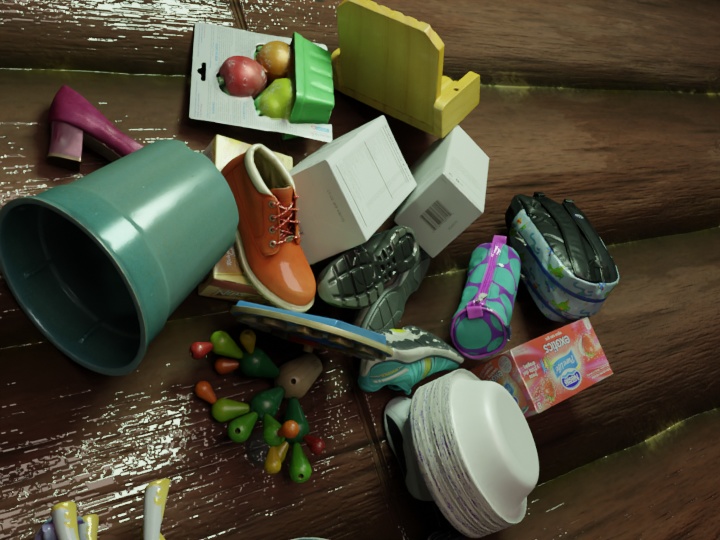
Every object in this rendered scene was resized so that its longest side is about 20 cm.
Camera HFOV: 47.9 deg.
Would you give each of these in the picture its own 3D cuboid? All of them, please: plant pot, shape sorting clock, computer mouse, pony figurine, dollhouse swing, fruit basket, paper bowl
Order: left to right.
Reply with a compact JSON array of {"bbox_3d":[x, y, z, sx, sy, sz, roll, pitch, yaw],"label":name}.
[{"bbox_3d":[-0.226,0.311,0.743,0.190,0.167,0.202,-3,53,-40],"label":"pony figurine"},{"bbox_3d":[-0.242,-0.032,0.862,0.201,0.199,0.196,48,45,-6],"label":"plant pot"},{"bbox_3d":[-0.137,-0.260,1.132,0.195,0.094,0.189,2,57,-12],"label":"fruit basket"},{"bbox_3d":[-0.057,0.075,0.944,0.197,0.199,0.040,16,82,-29],"label":"shape sorting clock"},{"bbox_3d":[0.072,-0.327,1.197,0.197,0.178,0.182,28,46,20],"label":"dollhouse swing"},{"bbox_3d":[0.087,0.258,1.053,0.108,0.044,0.204,-12,76,-38],"label":"computer mouse"},{"bbox_3d":[0.155,0.225,1.034,0.201,0.103,0.203,47,27,-33],"label":"paper bowl"}]

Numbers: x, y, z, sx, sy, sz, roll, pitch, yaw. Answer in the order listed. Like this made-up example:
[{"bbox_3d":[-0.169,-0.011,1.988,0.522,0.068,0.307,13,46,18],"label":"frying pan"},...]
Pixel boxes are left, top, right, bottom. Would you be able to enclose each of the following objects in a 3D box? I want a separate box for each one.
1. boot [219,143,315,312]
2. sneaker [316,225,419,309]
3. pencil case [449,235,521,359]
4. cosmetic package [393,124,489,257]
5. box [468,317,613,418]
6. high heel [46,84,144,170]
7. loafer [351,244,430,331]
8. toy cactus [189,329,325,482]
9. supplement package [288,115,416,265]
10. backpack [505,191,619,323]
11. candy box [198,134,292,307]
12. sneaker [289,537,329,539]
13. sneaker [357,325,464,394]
[{"bbox_3d":[-0.101,-0.048,0.955,0.075,0.107,0.203,-30,90,-44],"label":"boot"},{"bbox_3d":[0.000,0.000,1.055,0.199,0.078,0.077,-28,106,-50],"label":"sneaker"},{"bbox_3d":[0.185,0.037,1.178,0.083,0.094,0.201,6,32,13],"label":"pencil case"},{"bbox_3d":[0.122,-0.122,1.187,0.085,0.107,0.201,41,30,-11],"label":"cosmetic package"},{"bbox_3d":[0.267,0.151,1.201,0.197,0.102,0.096,-15,77,-41],"label":"box"},{"bbox_3d":[-0.273,-0.159,0.978,0.196,0.067,0.099,12,71,-27],"label":"high heel"},{"bbox_3d":[0.031,0.031,1.125,0.201,0.062,0.073,-52,142,-39],"label":"loafer"},{"bbox_3d":[-0.099,0.141,0.955,0.201,0.102,0.164,48,39,5],"label":"toy cactus"},{"bbox_3d":[-0.021,-0.108,1.068,0.115,0.108,0.200,62,31,-13],"label":"supplement package"},{"bbox_3d":[0.325,-0.015,1.294,0.160,0.156,0.201,9,25,-28],"label":"backpack"},{"bbox_3d":[-0.144,-0.061,1.035,0.113,0.055,0.204,12,62,-31],"label":"candy box"},{"bbox_3d":[-0.100,0.323,0.856,0.197,0.088,0.077,-11,75,-37],"label":"sneaker"},{"bbox_3d":[0.065,0.123,1.094,0.198,0.081,0.077,5,20,-48],"label":"sneaker"}]
